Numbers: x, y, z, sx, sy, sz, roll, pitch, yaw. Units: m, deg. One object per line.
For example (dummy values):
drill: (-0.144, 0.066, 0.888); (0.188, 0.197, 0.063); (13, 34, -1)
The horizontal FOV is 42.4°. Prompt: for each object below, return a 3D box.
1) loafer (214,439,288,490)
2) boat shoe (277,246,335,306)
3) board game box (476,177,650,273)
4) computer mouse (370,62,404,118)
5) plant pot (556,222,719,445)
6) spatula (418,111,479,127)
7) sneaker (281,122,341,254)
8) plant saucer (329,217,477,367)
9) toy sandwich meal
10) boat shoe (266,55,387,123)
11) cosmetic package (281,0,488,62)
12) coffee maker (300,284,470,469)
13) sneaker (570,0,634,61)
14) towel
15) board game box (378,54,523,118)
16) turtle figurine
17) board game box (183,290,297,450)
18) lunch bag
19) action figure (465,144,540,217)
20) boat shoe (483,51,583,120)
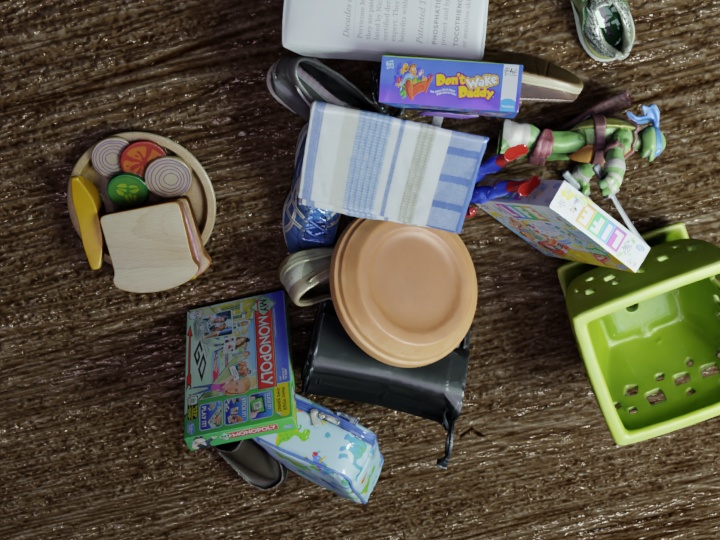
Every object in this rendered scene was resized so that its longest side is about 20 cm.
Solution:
loafer: (-0.172, 0.237, 1.276); (0.073, 0.071, 0.200); (-33, 110, 12)
boat shoe: (0.000, 0.000, 1.150); (0.199, 0.065, 0.072); (-12, 138, -21)
board game box: (0.227, -0.057, 1.085); (0.134, 0.200, 0.034); (34, 85, -18)
computer mouse: (0.025, -0.154, 1.136); (0.058, 0.034, 0.202); (-2, 108, -17)
plant pot: (0.361, 0.065, 1.156); (0.199, 0.182, 0.200); (-21, 113, 7)
spatula: (0.080, -0.156, 1.054); (0.056, 0.200, 0.021); (3, 81, -10)
sneaker: (-0.059, -0.083, 1.136); (0.075, 0.077, 0.201); (2, 115, -4)
plant saucer: (0.059, 0.014, 1.114); (0.199, 0.037, 0.202); (5, 77, -25)
toy sandwich meal: (-0.271, -0.068, 1.140); (0.203, 0.070, 0.207); (-1, 114, -1)
boat shoe: (-0.016, -0.176, 1.051); (0.199, 0.057, 0.067); (30, 72, -30)
cosmetic package: (0.034, -0.303, 0.964); (0.198, 0.167, 0.168); (5, 100, 5)
coffee maker: (0.029, 0.123, 1.168); (0.198, 0.193, 0.135); (11, 130, -5)
sneaker: (0.260, -0.319, 1.034); (0.077, 0.089, 0.201); (-30, 111, 12)
towel: (0.031, -0.113, 1.036); (0.198, 0.024, 0.147); (11, 135, 0)
board game box: (0.097, -0.188, 0.962); (0.133, 0.200, 0.045); (6, 99, 7)
turtle figurine: (0.254, -0.108, 1.094); (0.192, 0.144, 0.201); (8, 122, 5)
board game box: (-0.151, 0.120, 1.159); (0.134, 0.201, 0.029); (-13, 137, 4)
lunch bag: (-0.056, 0.228, 1.202); (0.160, 0.200, 0.083); (20, 71, 17)
action figure: (0.127, -0.097, 1.089); (0.052, 0.200, 0.066); (-30, 97, -26)
boat shoe: (0.158, -0.214, 1.092); (0.198, 0.072, 0.072); (7, 121, 0)
